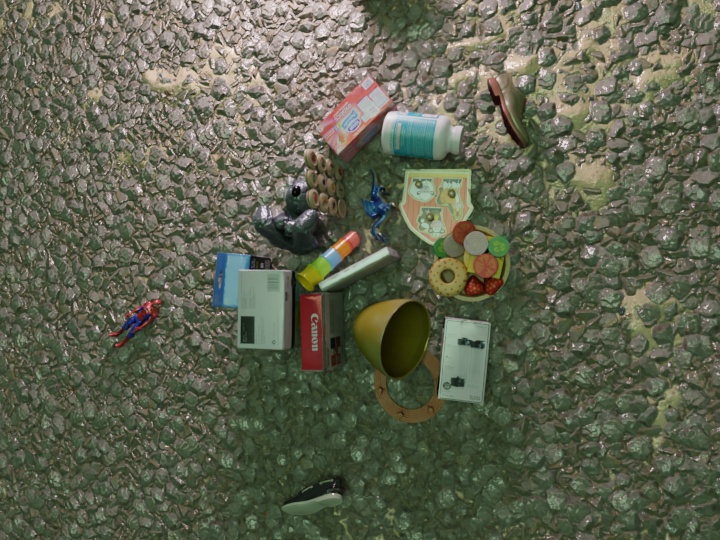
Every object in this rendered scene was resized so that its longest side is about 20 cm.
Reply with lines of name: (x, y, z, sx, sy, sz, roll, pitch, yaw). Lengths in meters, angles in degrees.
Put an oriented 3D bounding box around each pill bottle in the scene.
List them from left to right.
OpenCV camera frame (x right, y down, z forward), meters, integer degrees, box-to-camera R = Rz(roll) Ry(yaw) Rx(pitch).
pill bottle: (0.161, -0.344, 1.339, 0.198, 0.111, 0.112, 11, 91, 17)

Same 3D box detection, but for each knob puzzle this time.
knob puzzle: (0.195, -0.166, 1.363, 0.218, 0.030, 0.222, -1, 88, 16)

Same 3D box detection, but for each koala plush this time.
koala plush: (-0.167, -0.164, 1.419, 0.176, 0.184, 0.202, 6, 68, 17)

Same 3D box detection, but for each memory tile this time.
memory tile: (-0.089, -0.222, 1.360, 0.017, 0.200, 0.155, -5, 85, 24)

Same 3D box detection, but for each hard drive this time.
hard drive: (0.000, 0.000, 1.359, 0.199, 0.132, 0.027, -27, 81, 13)

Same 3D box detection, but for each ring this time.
ring: (0.129, 0.299, 1.370, 0.199, 0.019, 0.202, -1, 88, 15)

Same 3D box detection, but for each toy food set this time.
toy food set: (0.278, -0.022, 1.321, 0.198, 0.049, 0.200, 12, 92, 15)

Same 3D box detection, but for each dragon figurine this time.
dragon figurine: (0.038, -0.175, 1.393, 0.099, 0.059, 0.201, -30, 81, 12)

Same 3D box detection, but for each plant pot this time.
plant pot: (0.063, 0.158, 1.322, 0.141, 0.199, 0.202, 14, 92, 42)

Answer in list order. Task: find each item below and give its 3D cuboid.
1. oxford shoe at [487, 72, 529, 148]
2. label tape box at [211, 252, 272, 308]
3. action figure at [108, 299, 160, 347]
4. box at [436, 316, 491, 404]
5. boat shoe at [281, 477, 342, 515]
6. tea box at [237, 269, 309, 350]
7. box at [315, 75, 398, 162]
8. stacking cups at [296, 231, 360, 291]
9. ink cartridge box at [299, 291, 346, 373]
oxford shoe: (0.386, -0.404, 1.299, 0.074, 0.070, 0.201, -23, 83, 8)
label tape box: (-0.315, 0.030, 1.413, 0.063, 0.200, 0.146, 5, 89, 16)
action figure: (-0.684, 0.155, 1.596, 0.200, 0.052, 0.066, -40, 74, 9)
box: (0.258, 0.222, 1.305, 0.116, 0.060, 0.202, 4, 89, 6)
boat shoe: (-0.131, 0.610, 1.409, 0.199, 0.074, 0.061, -30, 38, 29)
tea box: (-0.222, 0.101, 1.385, 0.132, 0.197, 0.202, 0, 88, 16)
box: (-0.007, -0.401, 1.397, 0.200, 0.095, 0.103, -43, 78, 11)
stacking cups: (-0.080, -0.034, 1.375, 0.060, 0.061, 0.200, 38, 67, 14)
ink cartridge box: (-0.105, 0.158, 1.361, 0.083, 0.175, 0.202, -3, 86, 16)
